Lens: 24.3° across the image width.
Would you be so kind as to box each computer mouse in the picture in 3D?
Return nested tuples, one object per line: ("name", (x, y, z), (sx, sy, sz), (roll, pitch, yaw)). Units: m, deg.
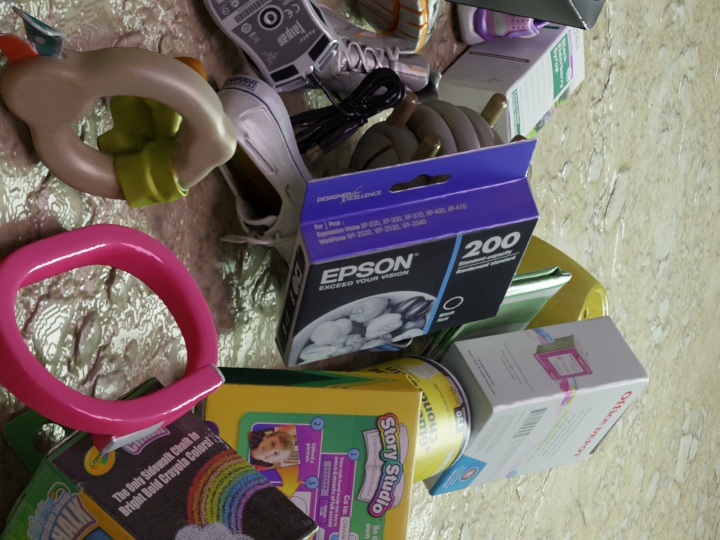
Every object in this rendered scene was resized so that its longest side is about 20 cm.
("computer mouse", (-0.055, -0.177, 1.272), (0.110, 0.044, 0.200), (-34, 126, 2))

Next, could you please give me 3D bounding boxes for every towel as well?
("towel", (0.106, 0.076, 1.602), (0.153, 0.023, 0.200), (-13, 145, -44))

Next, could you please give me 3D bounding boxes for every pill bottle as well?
("pill bottle", (0.002, 0.144, 1.459), (0.200, 0.112, 0.112), (-12, 110, -54))

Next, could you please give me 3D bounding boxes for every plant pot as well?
("plant pot", (0.176, 0.052, 1.749), (0.200, 0.142, 0.200), (-31, 126, -56))

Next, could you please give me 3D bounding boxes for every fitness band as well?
("fitness band", (-0.165, 0.039, 1.088), (0.144, 0.037, 0.200), (55, 31, 7))

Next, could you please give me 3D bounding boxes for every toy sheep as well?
("toy sheep", (0.057, -0.082, 1.394), (0.200, 0.138, 0.138), (1, 100, -29))

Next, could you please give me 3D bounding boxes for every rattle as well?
("rattle", (-0.171, -0.142, 1.076), (0.200, 0.130, 0.143), (33, 55, -34))

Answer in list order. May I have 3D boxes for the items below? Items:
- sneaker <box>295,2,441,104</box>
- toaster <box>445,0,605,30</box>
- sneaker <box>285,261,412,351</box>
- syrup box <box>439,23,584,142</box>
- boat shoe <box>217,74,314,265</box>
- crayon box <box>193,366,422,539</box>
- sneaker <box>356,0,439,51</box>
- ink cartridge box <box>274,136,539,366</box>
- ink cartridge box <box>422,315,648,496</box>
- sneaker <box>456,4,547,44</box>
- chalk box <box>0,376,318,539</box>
("sneaker", (0.005, -0.175, 1.382), (0.200, 0.092, 0.076), (5, 94, -63))
("toaster", (0.149, -0.334, 1.524), (0.181, 0.200, 0.119), (-64, 148, -13))
("sneaker", (0.000, 0.000, 1.439), (0.079, 0.089, 0.200), (-64, 147, -30))
("syrup box", (0.155, -0.194, 1.688), (0.200, 0.081, 0.079), (-47, 140, -46))
("boat shoe", (-0.073, -0.049, 1.295), (0.086, 0.075, 0.202), (-60, 145, -35))
("crayon box", (-0.049, 0.181, 1.324), (0.058, 0.172, 0.200), (-143, -122, -72))
("sneaker", (0.047, -0.263, 1.404), (0.077, 0.078, 0.200), (-40, 154, -29))
("ink cartridge box", (0.039, -0.012, 1.322), (0.198, 0.043, 0.200), (-12, 146, -19))
("ink cartridge box", (0.156, 0.129, 1.604), (0.200, 0.085, 0.145), (-6, 144, -34))
("sneaker", (0.173, -0.288, 1.681), (0.200, 0.088, 0.081), (-54, 142, -43))
("chalk box", (-0.155, 0.168, 1.116), (0.125, 0.200, 0.124), (-36, 163, -52))
